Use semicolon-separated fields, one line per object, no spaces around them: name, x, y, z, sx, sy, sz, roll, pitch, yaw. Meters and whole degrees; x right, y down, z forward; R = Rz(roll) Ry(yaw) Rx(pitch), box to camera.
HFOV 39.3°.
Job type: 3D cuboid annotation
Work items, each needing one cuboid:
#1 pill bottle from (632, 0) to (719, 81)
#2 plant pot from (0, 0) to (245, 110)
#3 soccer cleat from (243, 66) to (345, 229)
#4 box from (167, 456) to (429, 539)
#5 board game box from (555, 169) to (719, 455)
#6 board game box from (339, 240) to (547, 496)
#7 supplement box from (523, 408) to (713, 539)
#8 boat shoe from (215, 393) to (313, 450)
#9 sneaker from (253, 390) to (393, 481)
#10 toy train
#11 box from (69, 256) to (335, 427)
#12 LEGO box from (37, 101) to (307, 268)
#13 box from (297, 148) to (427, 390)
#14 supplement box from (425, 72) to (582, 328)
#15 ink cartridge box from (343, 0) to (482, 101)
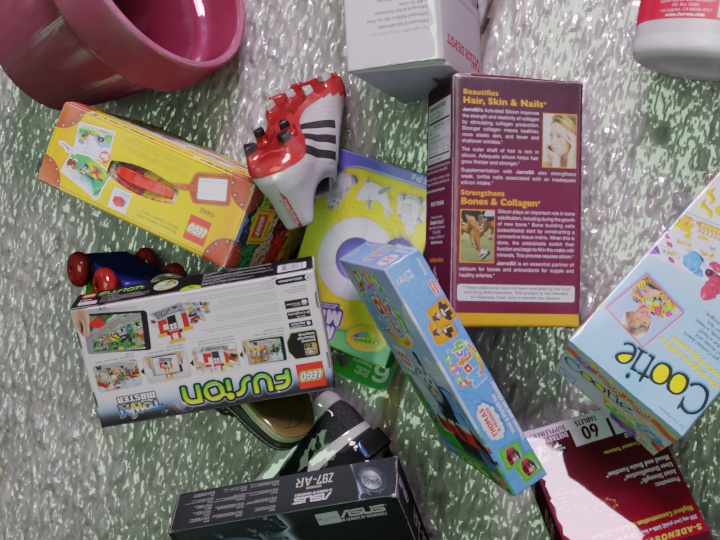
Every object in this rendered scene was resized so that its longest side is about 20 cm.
pill bottle;0.282;-0.256;0.784;0.112;0.112;0.201;10;93;19
plant pot;-0.238;-0.241;0.933;0.179;0.200;0.201;-22;82;33
soccer cleat;-0.048;-0.110;0.875;0.068;0.200;0.085;-13;118;18
box;-0.042;0.245;0.872;0.199;0.044;0.161;-11;124;11
board game box;0.254;0.026;0.762;0.105;0.103;0.200;42;80;15
board game box;0.061;0.071;0.809;0.037;0.151;0.200;-31;100;-10
supplement box;0.206;0.208;0.775;0.108;0.061;0.200;-17;55;-2
boat shoe;-0.112;0.101;0.930;0.200;0.073;0.065;47;126;40
sneaker;-0.045;0.220;0.914;0.112;0.073;0.200;36;100;17
toy train;-0.202;0.052;0.930;0.200;0.084;0.116;22;112;53
box;-0.128;0.059;0.836;0.199;0.035;0.110;-9;110;0
LEGO box;-0.160;-0.074;0.916;0.199;0.149;0.077;24;97;18
box;0.000;0.000;0.915;0.117;0.048;0.201;19;97;18
supplement box;0.116;-0.054;0.834;0.110;0.086;0.201;1;90;-11
ink cartridge box;0.044;-0.255;0.848;0.083;0.145;0.201;-4;89;20
